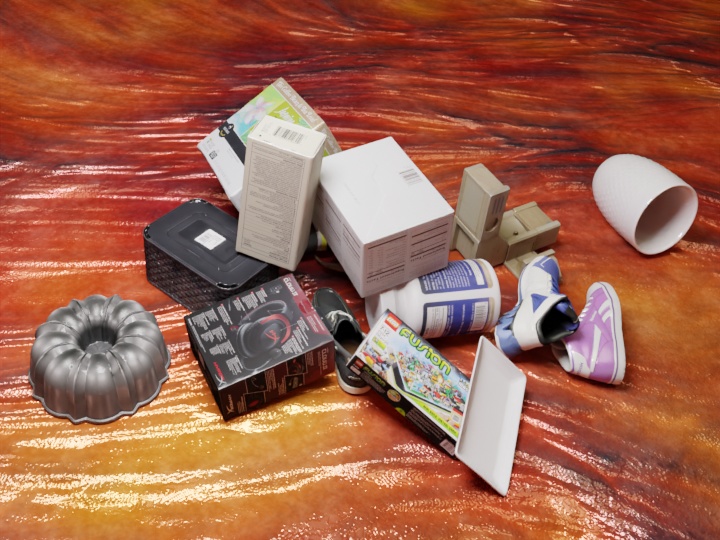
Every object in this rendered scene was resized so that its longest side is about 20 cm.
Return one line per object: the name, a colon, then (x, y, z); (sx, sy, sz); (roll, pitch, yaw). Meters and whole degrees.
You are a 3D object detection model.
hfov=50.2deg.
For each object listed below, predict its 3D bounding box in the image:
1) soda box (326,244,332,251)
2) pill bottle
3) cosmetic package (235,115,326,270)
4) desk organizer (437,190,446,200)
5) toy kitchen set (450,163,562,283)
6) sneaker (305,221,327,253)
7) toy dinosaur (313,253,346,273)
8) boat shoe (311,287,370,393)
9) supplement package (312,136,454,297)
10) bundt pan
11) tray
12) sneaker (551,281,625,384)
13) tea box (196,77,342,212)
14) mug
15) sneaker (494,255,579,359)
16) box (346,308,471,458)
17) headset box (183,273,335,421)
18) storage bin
soda box: (0.043, -0.062, 1.316); (0.195, 0.063, 0.073); (7, 74, -17)
pill bottle: (0.111, 0.047, 1.208); (0.194, 0.118, 0.117); (-4, 42, -16)
cosmetic package: (-0.119, -0.111, 1.133); (0.101, 0.203, 0.074); (19, 39, 5)
desk organizer: (0.071, -0.148, 1.447); (0.071, 0.078, 0.200); (-21, 50, -31)
toy kitchen set: (0.288, -0.082, 1.336); (0.196, 0.183, 0.164); (-19, 49, -24)
sneaker: (-0.131, -0.105, 1.360); (0.083, 0.076, 0.201); (-17, 48, -27)
toy dinosaur: (0.000, 0.000, 1.265); (0.194, 0.106, 0.062); (8, 79, 11)
boat shoe: (-0.025, 0.090, 1.172); (0.070, 0.069, 0.202); (-9, 43, -18)
supplement package: (0.026, -0.086, 1.172); (0.152, 0.113, 0.201); (-19, 49, -19)
bundt pan: (-0.366, 0.109, 1.074); (0.196, 0.077, 0.205); (6, 41, -5)
tray: (0.180, 0.202, 1.078); (0.107, 0.022, 0.203); (42, 46, -22)
sneaker: (0.362, 0.088, 1.250); (0.111, 0.074, 0.203); (8, 41, 3)
tea box: (-0.143, -0.185, 1.300); (0.195, 0.134, 0.200); (-38, 43, -3)
mug: (0.553, -0.134, 1.497); (0.197, 0.149, 0.176); (22, 23, -35)
sneaker: (0.302, 0.061, 1.223); (0.113, 0.081, 0.200); (-12, 31, 42)
box: (0.084, 0.157, 1.088); (0.199, 0.035, 0.110); (40, 45, 0)
headset box: (-0.136, 0.102, 1.109); (0.196, 0.076, 0.149); (-22, 50, -20)
storage bin: (-0.236, -0.012, 1.222); (0.197, 0.095, 0.135); (31, 45, 21)
